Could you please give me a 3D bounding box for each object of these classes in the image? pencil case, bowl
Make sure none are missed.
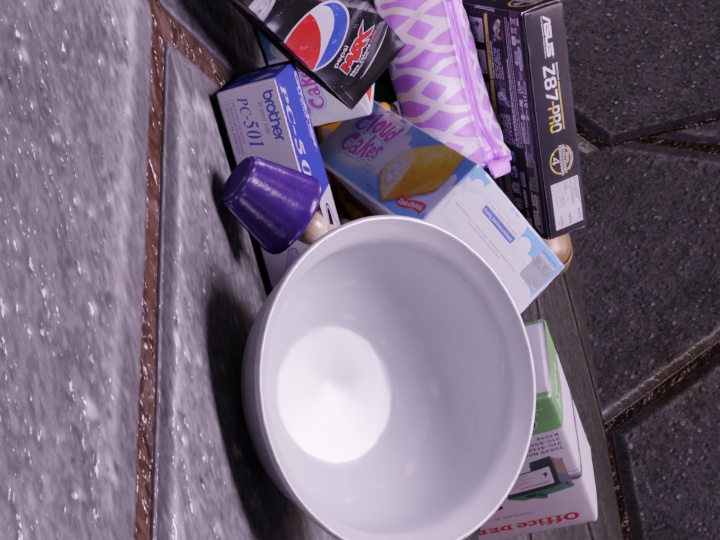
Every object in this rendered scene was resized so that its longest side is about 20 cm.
[{"bbox_3d":[0.067,-0.172,1.489,0.084,0.085,0.200,-27,106,-44],"label":"pencil case"},{"bbox_3d":[0.003,0.072,1.102,0.090,0.201,0.201,-12,-88,57],"label":"bowl"}]

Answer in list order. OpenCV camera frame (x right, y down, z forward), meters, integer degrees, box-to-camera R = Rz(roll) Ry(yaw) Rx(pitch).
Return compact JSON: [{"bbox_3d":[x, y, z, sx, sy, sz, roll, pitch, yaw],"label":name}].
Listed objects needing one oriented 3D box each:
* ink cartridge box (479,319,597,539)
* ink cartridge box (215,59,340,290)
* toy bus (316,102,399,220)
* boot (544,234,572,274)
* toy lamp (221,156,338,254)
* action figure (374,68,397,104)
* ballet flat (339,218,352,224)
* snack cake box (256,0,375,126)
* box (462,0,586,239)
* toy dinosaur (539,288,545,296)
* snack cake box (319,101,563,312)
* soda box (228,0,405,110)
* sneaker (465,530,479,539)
[{"bbox_3d":[0.109,0.142,1.525,0.200,0.146,0.084,64,18,-47],"label":"ink cartridge box"},{"bbox_3d":[-0.043,-0.036,1.227,0.094,0.044,0.200,-68,143,-75],"label":"ink cartridge box"},{"bbox_3d":[0.019,-0.076,1.549,0.200,0.065,0.078,47,33,-70],"label":"toy bus"},{"bbox_3d":[0.152,-0.108,1.645,0.200,0.066,0.175,98,-31,-63],"label":"boot"},{"bbox_3d":[0.000,-0.007,1.163,0.200,0.058,0.058,32,32,-21],"label":"toy lamp"},{"bbox_3d":[0.050,-0.190,1.640,0.200,0.055,0.118,13,67,-45],"label":"action figure"},{"bbox_3d":[0.000,0.000,1.385,0.071,0.069,0.200,61,2,15],"label":"ballet flat"},{"bbox_3d":[-0.033,-0.209,1.436,0.200,0.067,0.115,-85,160,-59],"label":"snack cake box"},{"bbox_3d":[0.116,-0.138,1.554,0.161,0.049,0.200,19,-55,52],"label":"box"},{"bbox_3d":[0.071,0.022,1.538,0.102,0.200,0.136,48,30,10],"label":"toy dinosaur"},{"bbox_3d":[0.054,-0.046,1.364,0.115,0.067,0.200,46,-4,-30],"label":"snack cake box"},{"bbox_3d":[-0.044,-0.184,1.229,0.071,0.063,0.200,41,1,29],"label":"soda box"},{"bbox_3d":[0.069,0.161,1.383,0.075,0.079,0.200,115,-42,-73],"label":"sneaker"}]
